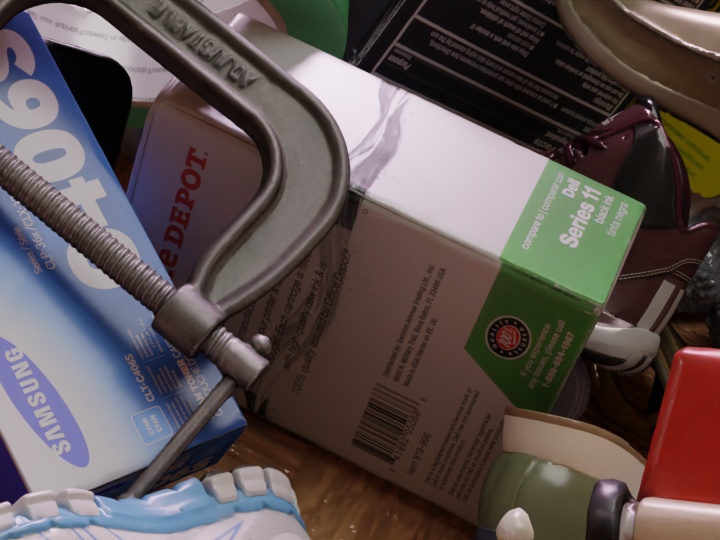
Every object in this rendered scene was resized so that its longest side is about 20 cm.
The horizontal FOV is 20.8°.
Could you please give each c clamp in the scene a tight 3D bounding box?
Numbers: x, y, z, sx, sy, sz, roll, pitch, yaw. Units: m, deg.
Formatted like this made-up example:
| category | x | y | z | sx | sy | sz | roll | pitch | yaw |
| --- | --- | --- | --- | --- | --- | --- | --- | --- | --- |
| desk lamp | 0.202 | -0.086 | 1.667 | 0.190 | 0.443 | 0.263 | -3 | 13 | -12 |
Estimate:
| category | x | y | z | sx | sy | sz | roll | pitch | yaw |
| --- | --- | --- | --- | --- | --- | --- | --- | --- | --- |
| c clamp | -0.096 | -0.036 | 0.748 | 0.200 | 0.027 | 0.171 | 44 | 70 | 8 |

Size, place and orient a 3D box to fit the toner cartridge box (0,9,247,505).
| category | x | y | z | sx | sy | sz | roll | pitch | yaw |
| --- | --- | --- | --- | --- | --- | --- | --- | --- | --- |
| toner cartridge box | -0.134 | -0.002 | 0.771 | 0.095 | 0.043 | 0.200 | -21 | 74 | -31 |

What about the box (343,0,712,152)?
| category | x | y | z | sx | sy | sz | roll | pitch | yaw |
| --- | --- | --- | --- | --- | --- | --- | --- | --- | --- |
| box | 0.079 | -0.174 | 1.024 | 0.200 | 0.199 | 0.123 | 20 | 23 | -47 |

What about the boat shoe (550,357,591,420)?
| category | x | y | z | sx | sy | sz | roll | pitch | yaw |
| --- | --- | --- | --- | --- | --- | --- | --- | --- | --- |
| boat shoe | 0.021 | 0.018 | 0.949 | 0.200 | 0.072 | 0.062 | 34 | 8 | 5 |

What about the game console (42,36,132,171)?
| category | x | y | z | sx | sy | sz | roll | pitch | yaw |
| --- | --- | --- | --- | --- | --- | --- | --- | --- | --- |
| game console | -0.197 | -0.029 | 0.794 | 0.199 | 0.176 | 0.116 | 15 | -1 | -18 |

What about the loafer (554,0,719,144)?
| category | x | y | z | sx | sy | sz | roll | pitch | yaw |
| --- | --- | --- | --- | --- | --- | --- | --- | --- | --- |
| loafer | 0.182 | -0.096 | 0.934 | 0.200 | 0.068 | 0.076 | 38 | 19 | 22 |

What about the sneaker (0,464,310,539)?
| category | x | y | z | sx | sy | sz | roll | pitch | yaw |
| --- | --- | --- | --- | --- | --- | --- | --- | --- | --- |
| sneaker | -0.077 | 0.124 | 0.678 | 0.200 | 0.075 | 0.087 | -8 | 49 | -44 |

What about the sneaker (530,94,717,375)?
| category | x | y | z | sx | sy | sz | roll | pitch | yaw |
| --- | --- | --- | --- | --- | --- | --- | --- | --- | --- |
| sneaker | 0.084 | -0.049 | 0.929 | 0.200 | 0.116 | 0.076 | 38 | 7 | 18 |

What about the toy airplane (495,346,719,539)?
| category | x | y | z | sx | sy | sz | roll | pitch | yaw |
| --- | --- | --- | --- | --- | --- | --- | --- | --- | --- |
| toy airplane | 0.126 | 0.146 | 0.684 | 0.200 | 0.199 | 0.141 | 46 | 24 | 2 |

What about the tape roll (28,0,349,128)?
| category | x | y | z | sx | sy | sz | roll | pitch | yaw |
| --- | --- | --- | --- | --- | --- | --- | --- | --- | --- |
| tape roll | -0.104 | -0.127 | 0.873 | 0.200 | 0.200 | 0.048 | 12 | 66 | -23 |

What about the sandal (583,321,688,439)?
| category | x | y | z | sx | sy | sz | roll | pitch | yaw |
| --- | --- | --- | --- | --- | --- | --- | --- | --- | --- |
| sandal | 0.138 | 0.049 | 0.982 | 0.080 | 0.054 | 0.200 | 47 | 5 | -27 |

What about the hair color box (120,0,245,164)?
| category | x | y | z | sx | sy | sz | roll | pitch | yaw |
| --- | --- | --- | --- | --- | --- | --- | --- | --- | --- |
| hair color box | -0.155 | -0.149 | 1.030 | 0.200 | 0.061 | 0.099 | 36 | 74 | 19 |

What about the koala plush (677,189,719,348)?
| category | x | y | z | sx | sy | sz | roll | pitch | yaw |
| --- | --- | --- | --- | --- | --- | --- | --- | --- | --- |
| koala plush | 0.242 | 0.017 | 0.974 | 0.200 | 0.184 | 0.177 | -5 | 39 | -47 |

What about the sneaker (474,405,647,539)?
| category | x | y | z | sx | sy | sz | roll | pitch | yaw |
| --- | --- | --- | --- | --- | --- | --- | --- | --- | --- |
| sneaker | 0.110 | 0.131 | 0.819 | 0.067 | 0.090 | 0.200 | 8 | -19 | 44 |

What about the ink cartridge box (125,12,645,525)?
| category | x | y | z | sx | sy | sz | roll | pitch | yaw |
| --- | --- | --- | --- | --- | --- | --- | --- | --- | --- |
| ink cartridge box | 0.000 | 0.000 | 0.846 | 0.200 | 0.147 | 0.083 | 26 | 42 | 4 |

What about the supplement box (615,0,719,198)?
| category | x | y | z | sx | sy | sz | roll | pitch | yaw |
| --- | --- | --- | --- | --- | --- | --- | --- | --- | --- |
| supplement box | 0.212 | -0.089 | 1.097 | 0.109 | 0.200 | 0.110 | 16 | 25 | -52 |
